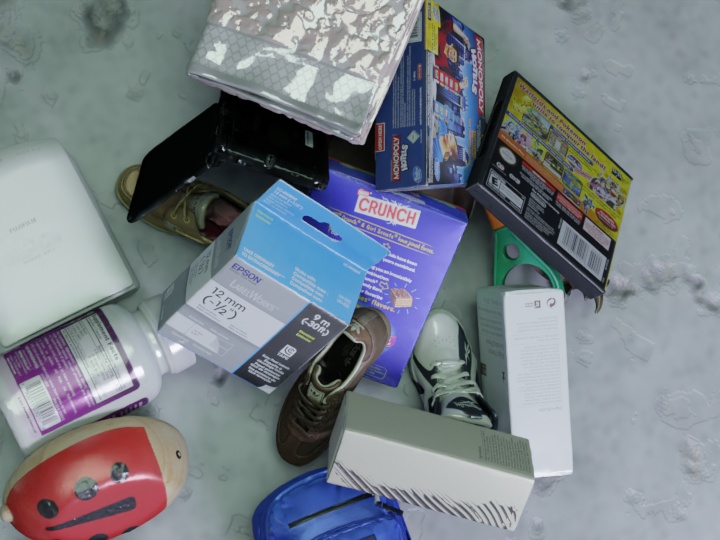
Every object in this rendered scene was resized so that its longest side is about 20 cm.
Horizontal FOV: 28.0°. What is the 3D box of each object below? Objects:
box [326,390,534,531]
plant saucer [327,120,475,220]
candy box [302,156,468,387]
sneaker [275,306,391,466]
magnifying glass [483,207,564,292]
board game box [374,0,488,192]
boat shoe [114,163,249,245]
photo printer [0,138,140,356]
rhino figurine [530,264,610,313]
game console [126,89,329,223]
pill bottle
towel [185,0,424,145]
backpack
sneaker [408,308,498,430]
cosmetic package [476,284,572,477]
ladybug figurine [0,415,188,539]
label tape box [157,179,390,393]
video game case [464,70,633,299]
[{"bbox_3d":[0.070,0.191,1.450,0.200,0.082,0.068,16,114,-4],"label":"box"},{"bbox_3d":[0.036,-0.099,1.612,0.200,0.032,0.201,-1,92,-22],"label":"plant saucer"},{"bbox_3d":[0.000,0.000,1.542,0.169,0.077,0.200,21,106,-7],"label":"candy box"},{"bbox_3d":[-0.044,0.122,1.495,0.070,0.076,0.200,35,110,17],"label":"sneaker"},{"bbox_3d":[0.168,-0.029,1.622,0.080,0.022,0.200,-22,88,30],"label":"magnifying glass"},{"bbox_3d":[0.087,-0.163,1.537,0.062,0.200,0.200,-5,78,27],"label":"board game box"},{"bbox_3d":[-0.170,-0.066,1.566,0.200,0.066,0.074,22,77,-5],"label":"boat shoe"},{"bbox_3d":[-0.349,-0.032,1.521,0.166,0.069,0.200,-26,85,-15],"label":"photo printer"},{"bbox_3d":[0.222,-0.040,1.646,0.087,0.060,0.200,-25,86,-19],"label":"rhino figurine"},{"bbox_3d":[-0.132,-0.105,1.487,0.176,0.200,0.117,18,112,-11],"label":"game console"},{"bbox_3d":[-0.276,0.103,1.488,0.200,0.112,0.112,-26,85,-15],"label":"pill bottle"},{"bbox_3d":[-0.053,-0.246,1.438,0.200,0.032,0.191,21,83,4],"label":"towel"},{"bbox_3d":[-0.011,0.297,1.478,0.162,0.168,0.200,-17,79,-21],"label":"backpack"},{"bbox_3d":[0.104,0.133,1.550,0.079,0.130,0.200,3,79,-13],"label":"sneaker"},{"bbox_3d":[0.176,0.117,1.562,0.074,0.102,0.200,-3,93,-12],"label":"cosmetic package"},{"bbox_3d":[-0.263,0.221,1.458,0.200,0.072,0.136,-20,127,-18],"label":"ladybug figurine"},{"bbox_3d":[-0.087,0.020,1.434,0.143,0.200,0.066,32,37,-24],"label":"label tape box"},{"bbox_3d":[0.211,-0.094,1.584,0.200,0.025,0.181,39,49,-21],"label":"video game case"}]
